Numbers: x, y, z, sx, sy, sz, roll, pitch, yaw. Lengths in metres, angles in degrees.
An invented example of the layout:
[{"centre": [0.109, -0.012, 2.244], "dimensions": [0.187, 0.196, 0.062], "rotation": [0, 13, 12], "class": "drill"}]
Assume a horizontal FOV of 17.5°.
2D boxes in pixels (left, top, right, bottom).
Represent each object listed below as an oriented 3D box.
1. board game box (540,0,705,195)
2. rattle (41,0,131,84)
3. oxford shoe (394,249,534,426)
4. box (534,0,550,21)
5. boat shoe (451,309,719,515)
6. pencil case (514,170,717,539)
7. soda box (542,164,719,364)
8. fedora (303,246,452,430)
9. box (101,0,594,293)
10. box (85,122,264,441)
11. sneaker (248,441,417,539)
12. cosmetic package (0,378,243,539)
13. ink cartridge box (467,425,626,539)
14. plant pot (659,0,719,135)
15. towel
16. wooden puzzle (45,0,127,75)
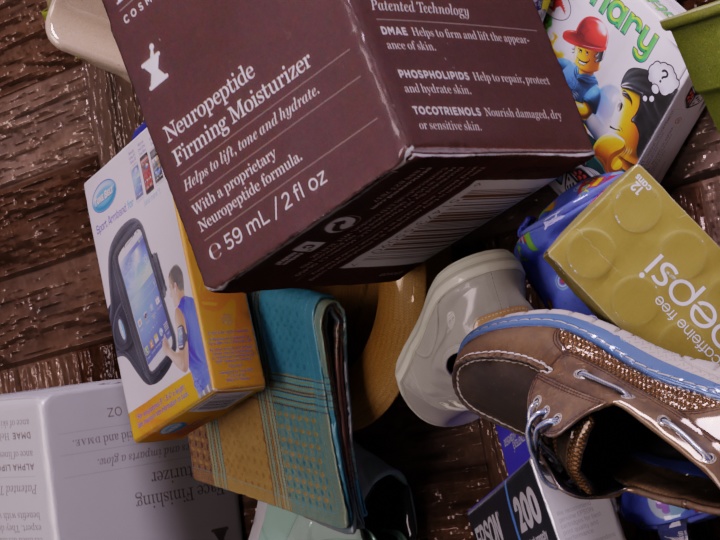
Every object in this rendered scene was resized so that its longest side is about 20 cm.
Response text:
[{"centre": [0.114, -0.132, 1.352], "dimensions": [0.200, 0.035, 0.126], "rotation": [48, 125, 32], "class": "board game box"}, {"centre": [-0.129, -0.232, 1.602], "dimensions": [0.130, 0.143, 0.200], "rotation": [30, 102, 6], "class": "rattle"}, {"centre": [0.064, 0.055, 1.326], "dimensions": [0.200, 0.075, 0.058], "rotation": [100, 150, -65], "class": "oxford shoe"}, {"centre": [0.061, -0.187, 1.344], "dimensions": [0.117, 0.048, 0.201], "rotation": [36, 116, 38], "class": "box"}, {"centre": [0.118, 0.072, 1.164], "dimensions": [0.200, 0.072, 0.072], "rotation": [10, 128, 39], "class": "boat shoe"}, {"centre": [0.150, 0.048, 1.276], "dimensions": [0.087, 0.078, 0.201], "rotation": [-23, 88, 10], "class": "pencil case"}, {"centre": [0.185, 0.040, 1.203], "dimensions": [0.068, 0.064, 0.200], "rotation": [-44, 87, 1], "class": "soda box"}, {"centre": [0.000, 0.000, 1.452], "dimensions": [0.200, 0.082, 0.201], "rotation": [19, 115, 49], "class": "fedora"}, {"centre": [-0.010, -0.112, 1.269], "dimensions": [0.166, 0.164, 0.201], "rotation": [-33, 71, 37], "class": "box"}, {"centre": [-0.122, -0.004, 1.471], "dimensions": [0.119, 0.041, 0.201], "rotation": [-34, 67, 54], "class": "box"}, {"centre": [-0.022, 0.206, 1.497], "dimensions": [0.118, 0.074, 0.201], "rotation": [20, 106, 50], "class": "sneaker"}, {"centre": [-0.193, 0.180, 1.613], "dimensions": [0.165, 0.165, 0.201], "rotation": [-8, 89, 46], "class": "cosmetic package"}, {"centre": [0.107, 0.159, 1.319], "dimensions": [0.198, 0.043, 0.201], "rotation": [119, 136, -73], "class": "ink cartridge box"}, {"centre": [0.267, -0.059, 1.105], "dimensions": [0.200, 0.200, 0.194], "rotation": [-16, 95, 46], "class": "plant pot"}, {"centre": [-0.061, 0.078, 1.469], "dimensions": [0.200, 0.022, 0.147], "rotation": [9, 108, 58], "class": "towel"}, {"centre": [-0.077, -0.202, 1.434], "dimensions": [0.046, 0.185, 0.200], "rotation": [-92, 24, -64], "class": "wooden puzzle"}]
